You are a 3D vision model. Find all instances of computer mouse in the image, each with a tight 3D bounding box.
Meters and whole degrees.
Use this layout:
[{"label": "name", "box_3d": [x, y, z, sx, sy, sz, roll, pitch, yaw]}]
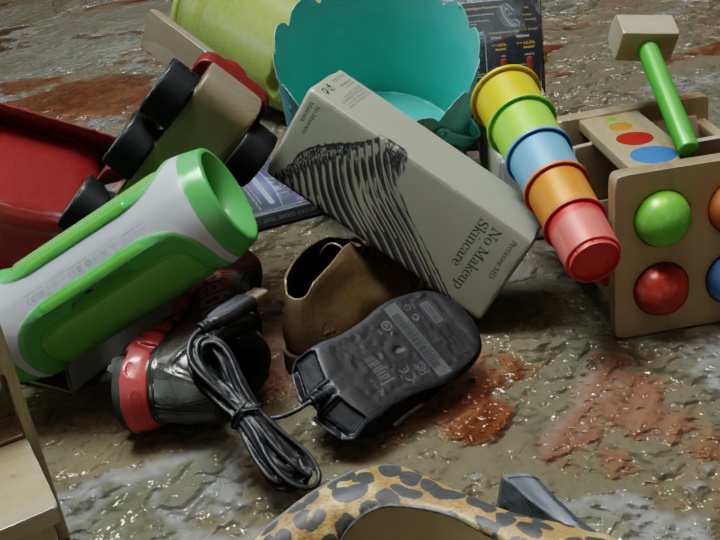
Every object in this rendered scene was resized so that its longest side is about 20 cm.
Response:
[{"label": "computer mouse", "box_3d": [-0.022, 0.059, 0.731, 0.199, 0.046, 0.140, -32, 67, -34]}]

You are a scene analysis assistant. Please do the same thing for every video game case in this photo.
[{"label": "video game case", "box_3d": [-0.099, -0.080, 1.096, 0.198, 0.019, 0.143, -15, 28, -15]}]

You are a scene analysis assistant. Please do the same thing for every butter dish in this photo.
[{"label": "butter dish", "box_3d": [-0.306, -0.028, 0.889, 0.198, 0.200, 0.149, 12, 48, -39]}]

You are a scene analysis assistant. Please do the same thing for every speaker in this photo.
[{"label": "speaker", "box_3d": [-0.172, -0.002, 0.754, 0.199, 0.089, 0.089, -31, 24, 12]}]

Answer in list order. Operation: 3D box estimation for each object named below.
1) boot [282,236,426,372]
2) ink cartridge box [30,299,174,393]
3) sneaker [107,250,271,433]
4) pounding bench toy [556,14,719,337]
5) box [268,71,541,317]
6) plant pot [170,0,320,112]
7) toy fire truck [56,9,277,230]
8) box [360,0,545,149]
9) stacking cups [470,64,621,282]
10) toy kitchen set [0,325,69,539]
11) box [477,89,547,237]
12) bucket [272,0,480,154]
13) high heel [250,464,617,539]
[{"label": "boot", "box_3d": [0.000, 0.000, 0.852, 0.073, 0.076, 0.200, 4, 28, 27]}, {"label": "ink cartridge box", "box_3d": [-0.209, 0.029, 0.897, 0.094, 0.037, 0.200, 8, 29, 28]}, {"label": "sneaker", "box_3d": [-0.100, 0.047, 0.791, 0.097, 0.072, 0.201, 1, 30, 17]}, {"label": "pounding bench toy", "box_3d": [0.225, -0.076, 0.797, 0.123, 0.202, 0.156, -9, 26, -4]}, {"label": "box", "box_3d": [0.036, -0.060, 0.826, 0.199, 0.083, 0.068, 34, 28, 4]}, {"label": "plant pot", "box_3d": [-0.105, -0.284, 1.339, 0.199, 0.202, 0.184, -23, 42, -28]}, {"label": "toy fire truck", "box_3d": [-0.155, -0.111, 0.865, 0.128, 0.176, 0.201, 35, 23, -16]}, {"label": "box", "box_3d": [0.094, -0.207, 1.139, 0.197, 0.159, 0.050, -4, 27, 9]}, {"label": "stacking cups", "box_3d": [0.133, -0.074, 0.788, 0.060, 0.061, 0.201, -10, 42, -5]}, {"label": "toy kitchen set", "box_3d": [-0.275, 0.110, 0.610, 0.179, 0.165, 0.200, -19, 28, -22]}, {"label": "box", "box_3d": [0.151, -0.108, 1.015, 0.067, 0.083, 0.201, -5, 28, 2]}, {"label": "bucket", "box_3d": [0.018, -0.160, 1.025, 0.204, 0.135, 0.209, -1, 52, 2]}, {"label": "high heel", "box_3d": [0.039, 0.155, 0.533, 0.198, 0.072, 0.143, -7, 19, -19]}]
